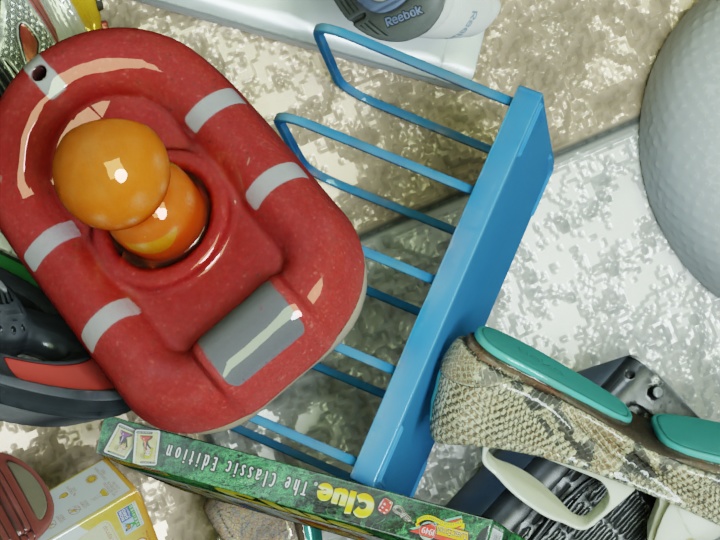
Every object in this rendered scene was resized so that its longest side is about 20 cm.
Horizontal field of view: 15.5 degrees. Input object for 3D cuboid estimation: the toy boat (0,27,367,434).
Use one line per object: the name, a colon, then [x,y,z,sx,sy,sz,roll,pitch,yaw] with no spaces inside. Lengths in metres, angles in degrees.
toy boat: [-0.096,-0.031,1.182,0.130,0.131,0.200,-41,61,0]

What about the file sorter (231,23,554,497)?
file sorter: [0.000,0.000,1.294,0.122,0.139,0.201,22,82,11]

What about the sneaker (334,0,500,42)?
sneaker: [0.004,-0.190,1.313,0.074,0.087,0.201,-34,66,26]

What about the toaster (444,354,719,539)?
toaster: [0.125,0.171,1.327,0.181,0.119,0.200,44,79,-6]

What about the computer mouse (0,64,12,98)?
computer mouse: [-0.260,-0.069,1.234,0.200,0.046,0.141,-36,94,-25]

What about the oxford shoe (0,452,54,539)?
oxford shoe: [-0.232,0.135,1.183,0.199,0.075,0.071,-16,62,-32]

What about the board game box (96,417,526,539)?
board game box: [-0.015,0.110,1.235,0.199,0.105,0.024,13,78,24]

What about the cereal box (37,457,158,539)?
cereal box: [-0.177,0.196,1.258,0.200,0.040,0.144,-31,130,-18]

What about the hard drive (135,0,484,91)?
hard drive: [-0.024,-0.182,1.361,0.199,0.026,0.132,15,84,-11]

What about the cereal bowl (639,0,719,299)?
cereal bowl: [0.251,-0.069,1.384,0.199,0.083,0.201,1,87,-13]

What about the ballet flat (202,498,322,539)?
ballet flat: [-0.040,0.200,1.326,0.067,0.068,0.201,-12,83,4]

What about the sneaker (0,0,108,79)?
sneaker: [-0.160,-0.094,1.310,0.082,0.078,0.201,-16,81,-8]

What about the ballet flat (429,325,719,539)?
ballet flat: [0.125,0.091,1.245,0.199,0.068,0.076,20,105,-5]

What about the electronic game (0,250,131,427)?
electronic game: [-0.192,0.016,1.231,0.199,0.200,0.042,23,102,-10]
